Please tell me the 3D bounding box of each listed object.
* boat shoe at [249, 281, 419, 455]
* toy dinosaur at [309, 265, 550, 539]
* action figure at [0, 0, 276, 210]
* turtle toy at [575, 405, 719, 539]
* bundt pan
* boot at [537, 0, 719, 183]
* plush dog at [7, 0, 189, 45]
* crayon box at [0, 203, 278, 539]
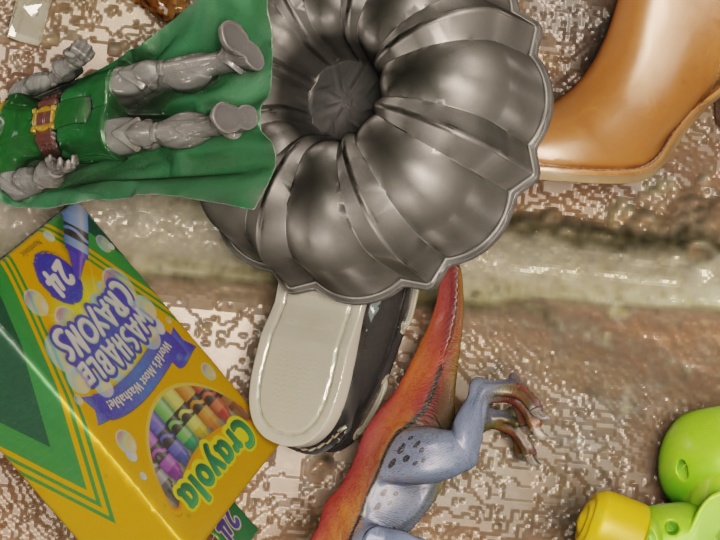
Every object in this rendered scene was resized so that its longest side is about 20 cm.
[{"bbox_3d":[0.000,0.000,1.098,0.074,0.060,0.200,12,84,28],"label":"boat shoe"},{"bbox_3d":[0.007,0.119,1.085,0.181,0.105,0.200,-25,83,-12],"label":"toy dinosaur"},{"bbox_3d":[-0.131,-0.074,1.033,0.055,0.200,0.118,26,62,-46],"label":"action figure"},{"bbox_3d":[0.170,0.166,1.101,0.146,0.101,0.200,23,88,-4],"label":"turtle toy"},{"bbox_3d":[-0.010,-0.086,1.042,0.202,0.076,0.202,-3,80,21],"label":"bundt pan"},{"bbox_3d":[0.147,-0.133,1.089,0.200,0.074,0.155,-16,113,-21],"label":"boot"},{"bbox_3d":[-0.138,-0.193,1.018,0.200,0.172,0.161,-37,96,-6],"label":"plush dog"},{"bbox_3d":[-0.119,0.073,1.048,0.052,0.126,0.200,-36,97,27],"label":"crayon box"}]
